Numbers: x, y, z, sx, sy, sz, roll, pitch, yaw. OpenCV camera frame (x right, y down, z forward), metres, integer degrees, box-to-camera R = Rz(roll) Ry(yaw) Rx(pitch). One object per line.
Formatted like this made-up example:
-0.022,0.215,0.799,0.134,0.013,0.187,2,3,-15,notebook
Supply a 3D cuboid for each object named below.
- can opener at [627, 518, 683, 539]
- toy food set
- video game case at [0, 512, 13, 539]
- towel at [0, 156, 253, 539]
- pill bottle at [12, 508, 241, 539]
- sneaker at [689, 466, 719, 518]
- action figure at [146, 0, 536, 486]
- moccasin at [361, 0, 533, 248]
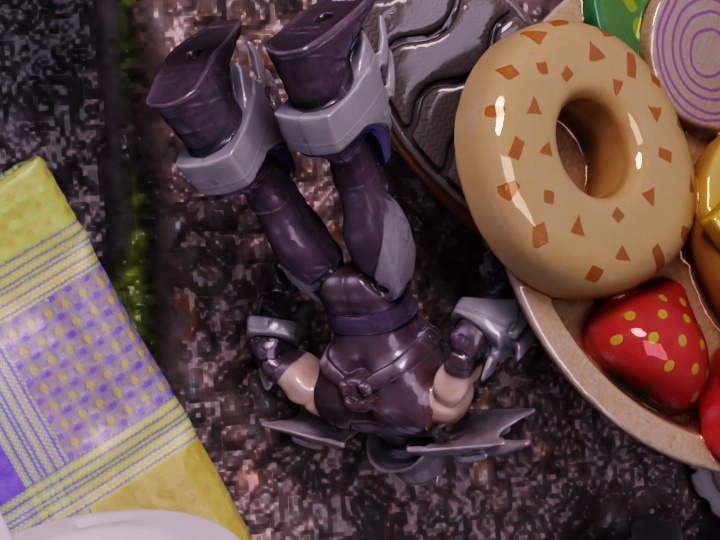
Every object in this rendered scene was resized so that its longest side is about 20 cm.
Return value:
0.177,0.133,0.911,0.200,0.053,0.067,0,48,-9,can opener
0.134,-0.027,0.826,0.198,0.049,0.200,-39,95,-31,toy food set
-0.162,0.155,0.759,0.023,0.200,0.182,-30,97,-51,video game case
-0.132,0.074,0.852,0.144,0.023,0.200,-28,97,-15,towel
-0.080,0.196,0.803,0.111,0.111,0.200,-12,109,-17,pill bottle
0.188,0.008,0.918,0.081,0.088,0.200,4,87,-17,sneaker
0.000,0.000,0.833,0.069,0.130,0.200,-58,134,-50,action figure
0.061,-0.049,0.885,0.201,0.078,0.074,44,90,-17,moccasin
